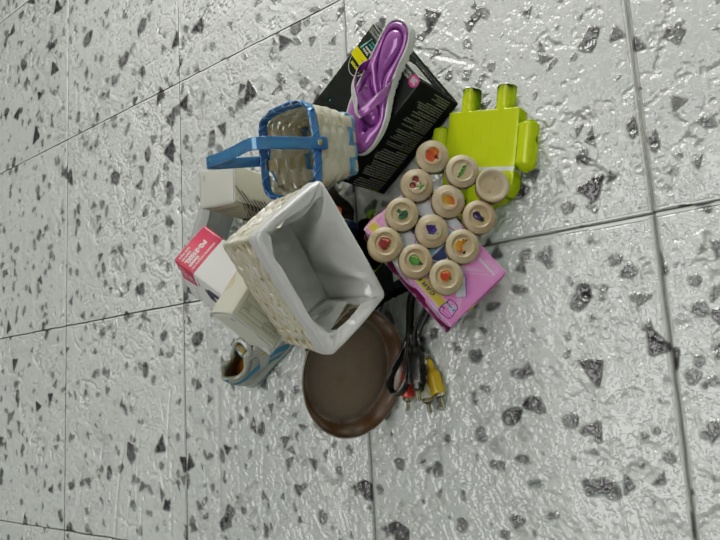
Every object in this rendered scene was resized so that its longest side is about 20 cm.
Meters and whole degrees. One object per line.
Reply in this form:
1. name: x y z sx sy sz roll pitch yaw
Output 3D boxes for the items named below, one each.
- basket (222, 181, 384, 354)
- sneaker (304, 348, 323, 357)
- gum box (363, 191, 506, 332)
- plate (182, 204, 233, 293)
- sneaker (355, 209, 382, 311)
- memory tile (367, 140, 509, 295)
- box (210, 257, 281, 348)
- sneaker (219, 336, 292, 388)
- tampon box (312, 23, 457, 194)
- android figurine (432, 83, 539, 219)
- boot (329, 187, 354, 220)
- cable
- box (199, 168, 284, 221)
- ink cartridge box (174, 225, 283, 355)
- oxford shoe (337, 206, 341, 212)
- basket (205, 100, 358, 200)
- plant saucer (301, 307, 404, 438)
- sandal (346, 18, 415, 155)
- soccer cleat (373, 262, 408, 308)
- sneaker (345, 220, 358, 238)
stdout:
1. basket: -0.082 -0.002 0.935 0.122 0.135 0.203 -1 126 51
2. sneaker: -0.049 0.144 1.083 0.072 0.118 0.206 -9 103 33
3. gum box: 0.104 -0.025 0.978 0.113 0.066 0.201 -40 79 -7
4. plate: -0.292 -0.069 1.283 0.032 0.200 0.205 18 99 0
5. sneaker: 0.000 0.000 1.108 0.071 0.082 0.206 14 94 37
6. memory tile: 0.113 -0.078 0.947 0.151 0.017 0.203 28 78 8
7. box: -0.133 0.008 1.021 0.077 0.095 0.203 -2 52 52
8. sneaker: -0.185 0.138 1.237 0.076 0.080 0.202 44 105 33
9. tampon box: 0.029 -0.258 1.086 0.201 0.125 0.151 -48 60 23
10. android figurine: 0.186 -0.179 1.011 0.179 0.041 0.206 7 88 38
11. boot: -0.069 -0.176 1.183 0.199 0.074 0.098 38 101 21
12. cable: 0.087 0.125 1.061 0.095 0.050 0.206 -11 69 31
13. box: -0.198 -0.132 1.197 0.080 0.199 0.070 -7 82 28
14. ink cartridge box: -0.210 0.038 1.148 0.198 0.146 0.085 35 69 13
15. oxford shoe: -0.090 -0.077 1.146 0.200 0.071 0.073 139 149 -66
16. basket: -0.109 -0.173 0.973 0.175 0.196 0.143 1 94 55
17. plant saucer: -0.014 0.158 1.038 0.032 0.196 0.206 7 89 52
18. sandal: 0.016 -0.276 0.986 0.082 0.049 0.207 30 106 36
19. soccer cleat: 0.077 0.002 1.043 0.200 0.067 0.081 -47 65 7
20. sneaker: -0.061 0.006 1.162 0.076 0.070 0.206 17 97 30
